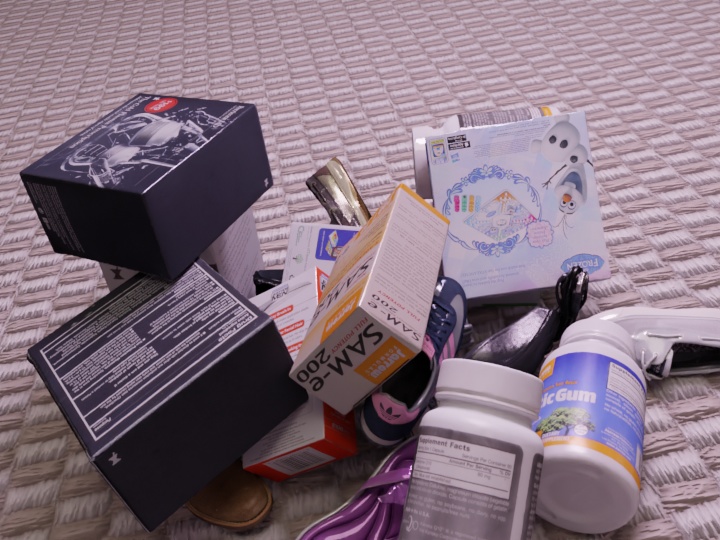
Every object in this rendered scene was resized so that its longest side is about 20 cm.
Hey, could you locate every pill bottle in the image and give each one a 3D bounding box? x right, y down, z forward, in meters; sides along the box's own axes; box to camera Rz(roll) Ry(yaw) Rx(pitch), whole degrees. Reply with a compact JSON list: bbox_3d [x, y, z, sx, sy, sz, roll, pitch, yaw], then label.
[{"bbox_3d":[0.227,0.145,0.754,0.109,0.114,0.202,6,40,19],"label":"pill bottle"},{"bbox_3d":[0.097,0.187,0.651,0.111,0.114,0.205,8,75,21],"label":"pill bottle"},{"bbox_3d":[0.168,-0.151,1.000,0.194,0.119,0.118,-4,37,4],"label":"pill bottle"}]

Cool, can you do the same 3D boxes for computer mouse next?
[{"bbox_3d":[0.184,0.091,0.842,0.198,0.140,0.053,-33,59,-16],"label":"computer mouse"}]

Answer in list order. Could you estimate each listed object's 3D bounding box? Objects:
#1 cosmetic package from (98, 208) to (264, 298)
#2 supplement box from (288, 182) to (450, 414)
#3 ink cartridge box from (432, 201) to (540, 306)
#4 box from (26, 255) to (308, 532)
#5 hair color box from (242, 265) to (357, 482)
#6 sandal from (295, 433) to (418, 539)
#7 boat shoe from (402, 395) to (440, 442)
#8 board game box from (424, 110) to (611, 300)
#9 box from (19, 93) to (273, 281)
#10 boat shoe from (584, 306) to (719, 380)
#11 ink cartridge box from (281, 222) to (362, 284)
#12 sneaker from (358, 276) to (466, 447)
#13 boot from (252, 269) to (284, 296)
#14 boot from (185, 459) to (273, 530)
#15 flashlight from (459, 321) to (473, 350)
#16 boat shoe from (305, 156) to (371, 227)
[{"bbox_3d":[-0.236,-0.033,1.002,0.160,0.204,0.167,-1,37,10],"label":"cosmetic package"},{"bbox_3d":[0.013,0.023,0.747,0.073,0.126,0.202,35,38,-12],"label":"supplement box"},{"bbox_3d":[0.169,-0.047,1.034,0.141,0.085,0.202,-1,38,9],"label":"ink cartridge box"},{"bbox_3d":[-0.192,0.106,0.750,0.199,0.125,0.197,-37,40,-19],"label":"box"},{"bbox_3d":[-0.069,0.111,0.819,0.109,0.064,0.204,-24,52,26],"label":"hair color box"},{"bbox_3d":[0.023,0.228,0.701,0.201,0.050,0.083,-39,74,-9],"label":"sandal"},{"bbox_3d":[0.070,0.166,0.802,0.073,0.093,0.203,-19,67,-21],"label":"boat shoe"},{"bbox_3d":[0.187,-0.075,0.911,0.194,0.205,0.043,-8,-7,5],"label":"board game box"},{"bbox_3d":[-0.227,-0.102,0.831,0.178,0.106,0.201,11,41,26],"label":"box"},{"bbox_3d":[0.333,0.091,0.848,0.194,0.073,0.069,1,36,-3],"label":"boat shoe"},{"bbox_3d":[0.000,0.000,0.903,0.195,0.039,0.102,6,81,26],"label":"ink cartridge box"},{"bbox_3d":[0.065,0.077,0.749,0.069,0.083,0.202,25,58,3],"label":"sneaker"},{"bbox_3d":[-0.064,-0.001,1.028,0.163,0.078,0.203,-4,44,0],"label":"boot"},{"bbox_3d":[-0.170,0.198,0.797,0.198,0.077,0.073,27,48,36],"label":"boot"},{"bbox_3d":[0.036,0.088,0.897,0.195,0.070,0.068,-18,3,-4],"label":"flashlight"},{"bbox_3d":[-0.012,-0.053,0.981,0.064,0.073,0.203,-29,62,7],"label":"boat shoe"}]
